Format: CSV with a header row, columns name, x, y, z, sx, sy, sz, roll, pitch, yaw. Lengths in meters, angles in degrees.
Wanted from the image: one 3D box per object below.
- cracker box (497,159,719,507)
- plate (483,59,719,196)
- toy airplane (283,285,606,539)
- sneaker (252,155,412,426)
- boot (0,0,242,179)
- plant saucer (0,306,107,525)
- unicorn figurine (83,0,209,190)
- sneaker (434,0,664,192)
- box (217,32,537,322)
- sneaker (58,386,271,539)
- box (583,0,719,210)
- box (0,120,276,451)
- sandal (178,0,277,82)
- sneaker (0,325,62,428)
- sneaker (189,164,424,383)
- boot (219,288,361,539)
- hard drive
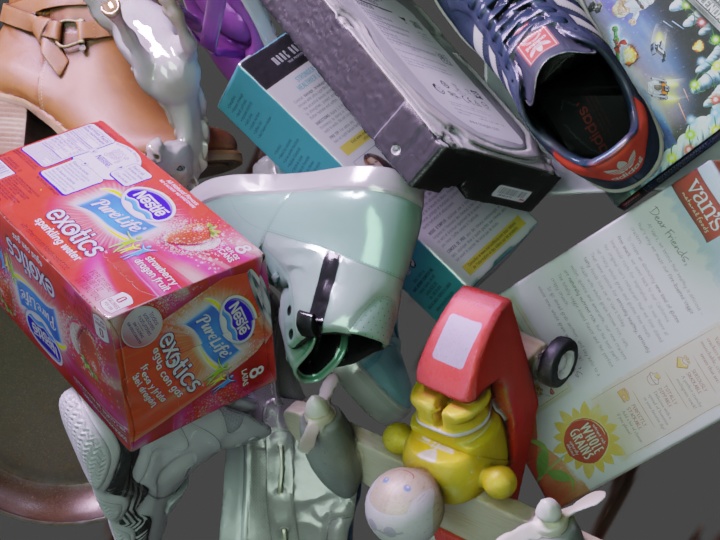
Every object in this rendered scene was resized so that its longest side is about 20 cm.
name,x,y,z,sx,sy,sz,roll,pitch,yaw
cracker box,0.172,0.040,0.930,0.200,0.058,0.134,-34,79,26
plate,0.177,-0.147,0.963,0.199,0.032,0.200,-1,88,17
toy airplane,0.052,0.131,0.892,0.200,0.141,0.199,-35,82,42
sneaker,0.000,0.000,0.994,0.082,0.074,0.200,-28,81,18
boot,-0.171,-0.142,1.056,0.200,0.074,0.155,6,84,12
plant saucer,-0.197,0.077,1.033,0.200,0.032,0.200,-3,107,-11
unicorn figurine,-0.138,-0.141,0.971,0.074,0.137,0.200,-17,58,1
sneaker,0.102,-0.134,0.884,0.075,0.085,0.200,-42,77,14
box,0.010,-0.067,0.966,0.200,0.082,0.049,45,142,6
sneaker,-0.117,0.115,0.968,0.115,0.200,0.075,-23,63,-12
box,0.155,-0.157,0.933,0.137,0.040,0.200,-38,78,13
box,-0.144,0.002,0.890,0.200,0.100,0.096,37,142,43
sandal,-0.111,-0.191,0.992,0.050,0.203,0.082,-39,38,-25
sneaker,-0.213,0.050,1.062,0.075,0.070,0.200,25,98,9
sneaker,-0.053,0.007,0.912,0.200,0.074,0.118,-6,67,45
boot,-0.038,0.112,1.012,0.095,0.074,0.200,4,96,10
hard drive,0.024,-0.123,0.933,0.038,0.140,0.200,-50,60,22
